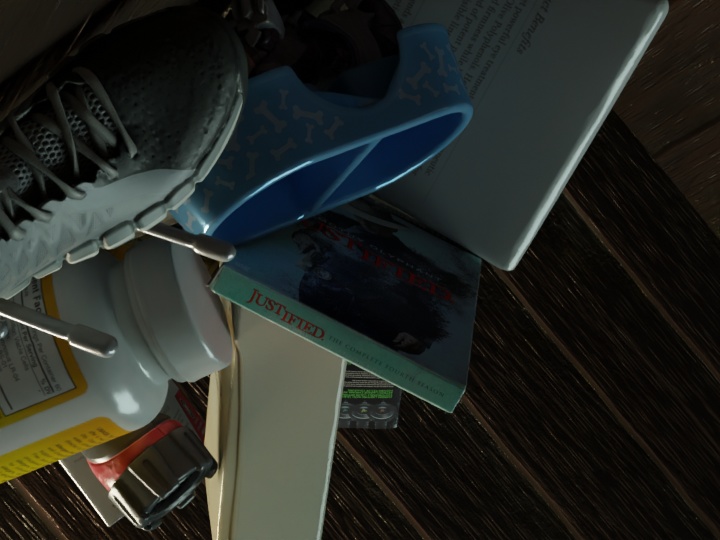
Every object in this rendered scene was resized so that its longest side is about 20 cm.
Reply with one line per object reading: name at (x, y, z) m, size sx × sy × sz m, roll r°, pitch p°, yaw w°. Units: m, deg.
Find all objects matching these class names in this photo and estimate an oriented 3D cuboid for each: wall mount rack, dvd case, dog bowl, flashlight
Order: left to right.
wall mount rack at (-0.167, 0.010, 0.703) m, size 0.173 × 0.075 × 0.200 m, roll -21°, pitch -167°, yaw 28°
flashlight at (-0.176, 0.069, 0.930) m, size 0.068 × 0.200 × 0.068 m, roll -42°, pitch 168°, yaw -3°
dog bowl at (-0.021, -0.068, 0.786) m, size 0.200 × 0.050 × 0.111 m, roll -23°, pitch 167°, yaw -37°
dvd case at (0.000, 0.000, 0.863) m, size 0.022 × 0.146 × 0.200 m, roll -61°, pitch -177°, yaw 21°

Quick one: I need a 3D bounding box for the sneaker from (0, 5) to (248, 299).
sneaker at (-0.127, -0.030, 0.558) m, size 0.200 × 0.075 × 0.115 m, roll -39°, pitch -179°, yaw 2°

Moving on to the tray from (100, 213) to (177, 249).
tray at (-0.129, -0.039, 0.882) m, size 0.200 × 0.022 × 0.107 m, roll -21°, pitch 171°, yaw -19°

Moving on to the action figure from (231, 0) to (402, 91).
action figure at (-0.065, -0.106, 0.802) m, size 0.130 × 0.070 × 0.200 m, roll -28°, pitch 179°, yaw 41°

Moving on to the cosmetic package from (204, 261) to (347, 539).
cosmetic package at (-0.056, 0.076, 0.947) m, size 0.104 × 0.073 × 0.200 m, roll -107°, pitch -160°, yaw -55°

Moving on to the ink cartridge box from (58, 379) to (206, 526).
ink cartridge box at (-0.209, 0.078, 1.128) m, size 0.083 × 0.200 × 0.147 m, roll -37°, pitch -177°, yaw 1°

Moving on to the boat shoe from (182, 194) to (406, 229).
boat shoe at (-0.022, -0.029, 1.010) m, size 0.074 × 0.199 × 0.060 m, roll -110°, pitch -150°, yaw -58°

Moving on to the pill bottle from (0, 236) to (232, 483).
pill bottle at (-0.180, 0.052, 0.846) m, size 0.200 × 0.113 × 0.113 m, roll -22°, pitch -174°, yaw 7°

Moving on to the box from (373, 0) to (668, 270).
box at (0.086, -0.143, 0.997) m, size 0.199 × 0.171 × 0.200 m, roll -61°, pitch 177°, yaw 18°

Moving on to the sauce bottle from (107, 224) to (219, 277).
sauce bottle at (-0.116, 0.003, 1.035) m, size 0.065 × 0.200 × 0.065 m, roll 20°, pitch 90°, yaw -76°

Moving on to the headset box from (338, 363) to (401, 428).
headset box at (-0.011, 0.004, 1.155) m, size 0.200 × 0.092 × 0.174 m, roll 96°, pitch -6°, yaw -47°
